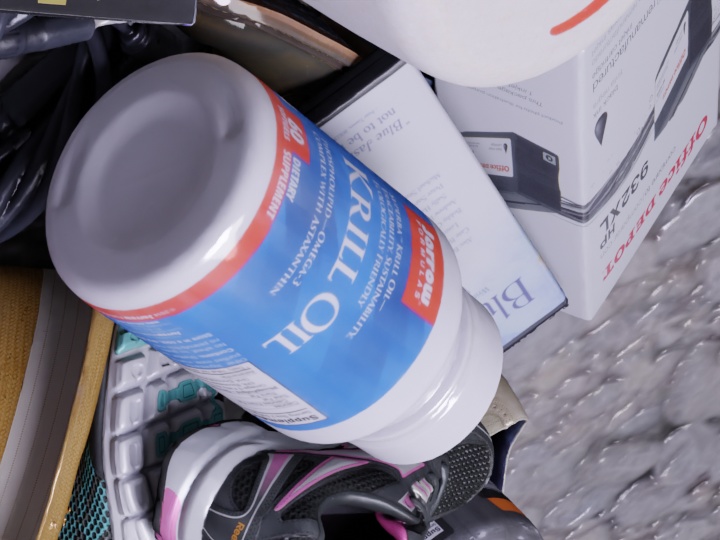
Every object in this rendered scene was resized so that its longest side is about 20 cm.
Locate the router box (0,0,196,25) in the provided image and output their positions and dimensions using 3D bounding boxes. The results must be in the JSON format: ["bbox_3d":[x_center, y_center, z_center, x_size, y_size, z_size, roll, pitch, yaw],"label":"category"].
[{"bbox_3d":[-0.115,-0.190,1.030,0.157,0.052,0.201,0,101,-50],"label":"router box"}]

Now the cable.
[{"bbox_3d":[-0.162,-0.051,1.179,0.200,0.051,0.163,-36,166,-1],"label":"cable"}]

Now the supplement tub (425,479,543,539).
[{"bbox_3d":[0.011,0.136,1.489,0.122,0.200,0.123,-30,147,-23],"label":"supplement tub"}]

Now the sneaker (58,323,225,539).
[{"bbox_3d":[-0.113,0.112,1.330,0.077,0.091,0.201,-1,90,-56],"label":"sneaker"}]

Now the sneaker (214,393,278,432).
[{"bbox_3d":[-0.039,0.013,1.394,0.200,0.084,0.081,-38,137,3],"label":"sneaker"}]

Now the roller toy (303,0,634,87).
[{"bbox_3d":[0.037,-0.178,1.212,0.200,0.140,0.182,-55,144,-3],"label":"roller toy"}]

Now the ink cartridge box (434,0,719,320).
[{"bbox_3d":[0.105,-0.098,1.400,0.145,0.083,0.200,-55,156,-30],"label":"ink cartridge box"}]

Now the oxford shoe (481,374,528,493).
[{"bbox_3d":[0.033,0.132,1.632,0.071,0.074,0.200,-15,138,-40],"label":"oxford shoe"}]

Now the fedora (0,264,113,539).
[{"bbox_3d":[-0.164,0.063,1.278,0.081,0.201,0.201,16,122,-12],"label":"fedora"}]

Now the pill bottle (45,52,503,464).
[{"bbox_3d":[-0.027,0.004,1.222,0.112,0.112,0.200,-48,136,5],"label":"pill bottle"}]

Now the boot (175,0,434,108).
[{"bbox_3d":[-0.045,-0.074,1.301,0.097,0.075,0.200,-54,150,9],"label":"boot"}]

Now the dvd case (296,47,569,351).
[{"bbox_3d":[0.000,0.000,1.332,0.142,0.018,0.200,-37,138,0],"label":"dvd case"}]

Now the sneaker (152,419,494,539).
[{"bbox_3d":[0.000,0.109,1.320,0.200,0.086,0.081,-13,126,-49],"label":"sneaker"}]
